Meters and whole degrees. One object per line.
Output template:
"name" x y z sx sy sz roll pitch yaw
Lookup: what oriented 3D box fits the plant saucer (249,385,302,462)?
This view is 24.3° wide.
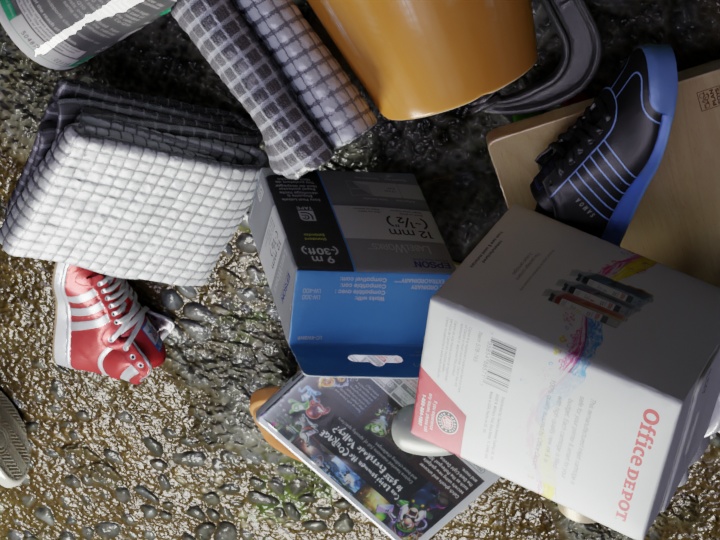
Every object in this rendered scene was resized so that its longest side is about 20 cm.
"plant saucer" -0.012 0.162 1.584 0.200 0.037 0.200 15 160 5

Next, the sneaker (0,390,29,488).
"sneaker" -0.422 0.145 1.730 0.084 0.075 0.200 -22 108 26

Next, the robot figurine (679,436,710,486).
"robot figurine" 0.252 0.104 1.481 0.169 0.113 0.200 -11 124 3

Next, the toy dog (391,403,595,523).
"toy dog" 0.137 0.134 1.424 0.200 0.096 0.132 28 128 9

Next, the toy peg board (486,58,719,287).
"toy peg board" 0.223 -0.074 1.385 0.199 0.098 0.200 -17 121 8

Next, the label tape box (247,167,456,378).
"label tape box" 0.000 0.000 1.374 0.143 0.200 0.066 2 128 -21

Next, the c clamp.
"c clamp" 0.089 -0.204 1.319 0.171 0.027 0.200 -33 95 14

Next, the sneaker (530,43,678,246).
"sneaker" 0.178 -0.086 1.278 0.078 0.070 0.200 7 122 -15

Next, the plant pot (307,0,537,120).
"plant pot" 0.042 -0.218 1.222 0.200 0.200 0.183 -15 109 25

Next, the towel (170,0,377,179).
"towel" -0.070 -0.153 1.286 0.086 0.200 0.166 -36 95 -1

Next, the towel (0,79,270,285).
"towel" -0.199 -0.073 1.448 0.200 0.086 0.166 10 135 -30

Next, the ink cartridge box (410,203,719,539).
"ink cartridge box" 0.163 0.073 1.249 0.200 0.145 0.145 25 132 20

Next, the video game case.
"video game case" 0.040 0.133 1.483 0.182 0.023 0.200 -43 108 13

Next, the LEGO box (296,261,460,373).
"LEGO box" 0.048 0.064 1.530 0.200 0.077 0.149 15 129 4

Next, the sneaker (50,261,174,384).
"sneaker" -0.233 0.030 1.588 0.112 0.071 0.200 18 136 7

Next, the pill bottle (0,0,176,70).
"pill bottle" -0.192 -0.251 1.339 0.200 0.113 0.113 -24 117 30

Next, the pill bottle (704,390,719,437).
"pill bottle" 0.336 0.067 1.367 0.112 0.200 0.113 33 133 44

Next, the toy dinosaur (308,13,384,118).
"toy dinosaur" 0.007 -0.182 1.370 0.200 0.058 0.101 -26 114 30
